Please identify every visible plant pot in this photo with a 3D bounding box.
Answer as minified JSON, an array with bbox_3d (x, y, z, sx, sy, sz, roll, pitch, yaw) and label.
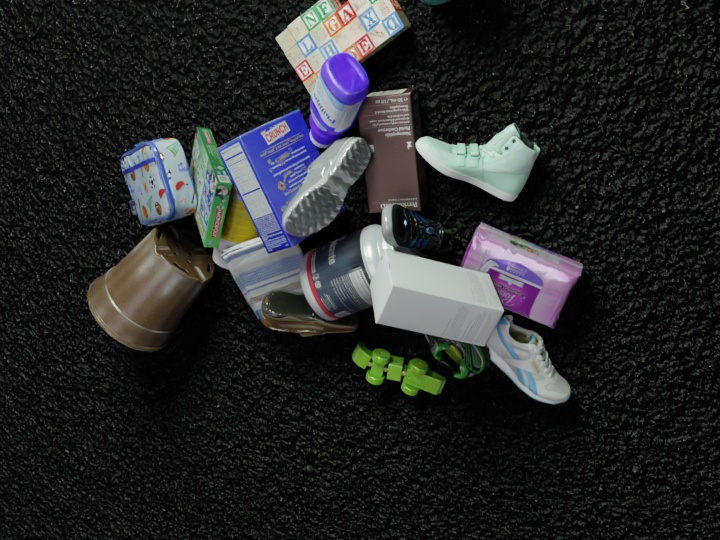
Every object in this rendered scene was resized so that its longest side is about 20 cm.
[{"bbox_3d":[-0.418,0.024,1.267,0.200,0.200,0.198,45,110,-4],"label":"plant pot"}]

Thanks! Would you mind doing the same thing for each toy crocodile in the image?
[{"bbox_3d":[0.076,0.199,1.249,0.197,0.062,0.068,16,116,6],"label":"toy crocodile"}]

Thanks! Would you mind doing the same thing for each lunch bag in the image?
[{"bbox_3d":[-0.396,-0.173,1.192,0.198,0.075,0.163,-2,108,50],"label":"lunch bag"}]

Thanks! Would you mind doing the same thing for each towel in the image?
[{"bbox_3d":[-0.169,0.012,1.206,0.145,0.024,0.202,-19,132,2],"label":"towel"}]

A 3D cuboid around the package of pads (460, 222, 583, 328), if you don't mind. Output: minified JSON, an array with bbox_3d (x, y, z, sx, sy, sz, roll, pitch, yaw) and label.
[{"bbox_3d":[0.276,0.010,1.090,0.197,0.076,0.122,22,117,8],"label":"package of pads"}]

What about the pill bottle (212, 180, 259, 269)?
[{"bbox_3d":[-0.230,-0.106,1.187,0.110,0.111,0.203,20,116,9],"label":"pill bottle"}]

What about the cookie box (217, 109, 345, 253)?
[{"bbox_3d":[-0.135,-0.160,1.095,0.074,0.171,0.202,-13,108,40],"label":"cookie box"}]

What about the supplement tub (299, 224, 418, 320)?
[{"bbox_3d":[0.000,0.000,1.140,0.198,0.141,0.142,-21,104,24],"label":"supplement tub"}]

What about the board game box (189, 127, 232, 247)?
[{"bbox_3d":[-0.285,-0.157,1.146,0.029,0.201,0.136,0,129,-28],"label":"board game box"}]

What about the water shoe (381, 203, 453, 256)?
[{"bbox_3d":[0.102,-0.072,1.056,0.078,0.199,0.073,-5,81,27],"label":"water shoe"}]

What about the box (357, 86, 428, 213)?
[{"bbox_3d":[0.056,-0.207,1.075,0.098,0.075,0.203,-1,113,18],"label":"box"}]

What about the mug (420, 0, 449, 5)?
[{"bbox_3d":[0.111,-0.485,0.911,0.113,0.187,0.153,-17,130,26],"label":"mug"}]

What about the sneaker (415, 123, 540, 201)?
[{"bbox_3d":[0.197,-0.206,1.018,0.198,0.074,0.119,21,123,-10],"label":"sneaker"}]

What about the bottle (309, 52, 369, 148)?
[{"bbox_3d":[-0.045,-0.273,1.029,0.084,0.065,0.200,55,158,5],"label":"bottle"}]

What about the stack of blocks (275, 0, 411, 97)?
[{"bbox_3d":[-0.030,-0.399,1.030,0.198,0.059,0.116,-29,101,26],"label":"stack of blocks"}]

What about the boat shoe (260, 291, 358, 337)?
[{"bbox_3d":[-0.103,0.093,1.235,0.197,0.076,0.074,11,134,-12],"label":"boat shoe"}]

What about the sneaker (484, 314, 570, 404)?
[{"bbox_3d":[0.316,0.168,1.141,0.199,0.077,0.081,39,125,0],"label":"sneaker"}]

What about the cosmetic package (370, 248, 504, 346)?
[{"bbox_3d":[0.123,0.044,1.018,0.197,0.108,0.086,13,124,-13],"label":"cosmetic package"}]

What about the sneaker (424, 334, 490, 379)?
[{"bbox_3d":[0.152,0.114,1.149,0.200,0.085,0.079,47,130,23],"label":"sneaker"}]

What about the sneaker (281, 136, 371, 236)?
[{"bbox_3d":[-0.064,-0.142,1.043,0.201,0.082,0.075,-50,129,-9],"label":"sneaker"}]
